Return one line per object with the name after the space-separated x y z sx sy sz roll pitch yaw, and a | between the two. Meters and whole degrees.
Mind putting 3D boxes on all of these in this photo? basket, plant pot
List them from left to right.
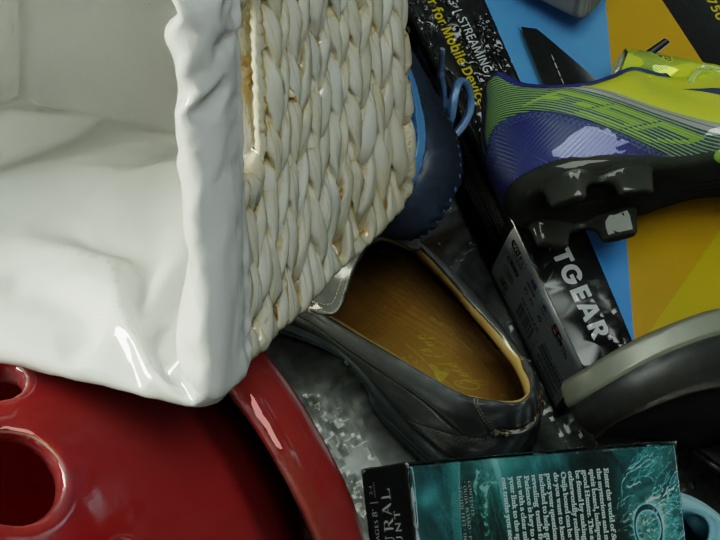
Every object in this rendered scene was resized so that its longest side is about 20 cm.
-0.110 0.104 0.797 0.182 0.201 0.201 -33 77 -27 | plant pot
-0.094 -0.090 0.749 0.199 0.200 0.161 13 31 26 | basket

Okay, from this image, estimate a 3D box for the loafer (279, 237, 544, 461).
0.000 0.000 0.932 0.200 0.072 0.073 39 67 7 | loafer

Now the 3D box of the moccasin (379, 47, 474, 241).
0.005 -0.067 0.911 0.068 0.200 0.081 33 105 -30 | moccasin

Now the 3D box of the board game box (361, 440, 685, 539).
0.070 0.165 0.808 0.134 0.028 0.202 0 82 -39 | board game box

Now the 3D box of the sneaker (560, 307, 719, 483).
0.172 0.073 0.910 0.199 0.075 0.107 -1 69 -36 | sneaker

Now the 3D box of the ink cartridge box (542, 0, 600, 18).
0.058 -0.220 1.023 0.199 0.045 0.176 29 57 15 | ink cartridge box

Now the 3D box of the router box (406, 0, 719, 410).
0.112 -0.058 0.990 0.148 0.051 0.201 -19 70 -18 | router box

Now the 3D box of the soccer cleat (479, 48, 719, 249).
0.143 -0.063 0.935 0.198 0.065 0.084 -8 60 -17 | soccer cleat

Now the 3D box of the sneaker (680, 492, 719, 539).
0.139 0.136 0.897 0.199 0.082 0.074 25 65 0 | sneaker
